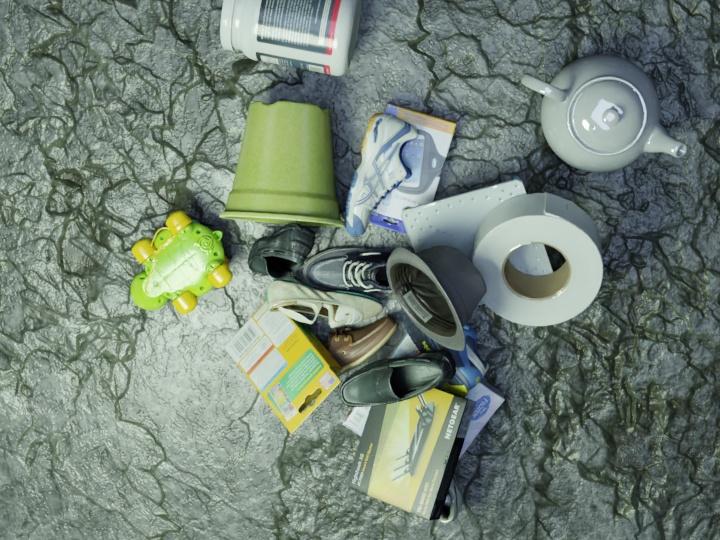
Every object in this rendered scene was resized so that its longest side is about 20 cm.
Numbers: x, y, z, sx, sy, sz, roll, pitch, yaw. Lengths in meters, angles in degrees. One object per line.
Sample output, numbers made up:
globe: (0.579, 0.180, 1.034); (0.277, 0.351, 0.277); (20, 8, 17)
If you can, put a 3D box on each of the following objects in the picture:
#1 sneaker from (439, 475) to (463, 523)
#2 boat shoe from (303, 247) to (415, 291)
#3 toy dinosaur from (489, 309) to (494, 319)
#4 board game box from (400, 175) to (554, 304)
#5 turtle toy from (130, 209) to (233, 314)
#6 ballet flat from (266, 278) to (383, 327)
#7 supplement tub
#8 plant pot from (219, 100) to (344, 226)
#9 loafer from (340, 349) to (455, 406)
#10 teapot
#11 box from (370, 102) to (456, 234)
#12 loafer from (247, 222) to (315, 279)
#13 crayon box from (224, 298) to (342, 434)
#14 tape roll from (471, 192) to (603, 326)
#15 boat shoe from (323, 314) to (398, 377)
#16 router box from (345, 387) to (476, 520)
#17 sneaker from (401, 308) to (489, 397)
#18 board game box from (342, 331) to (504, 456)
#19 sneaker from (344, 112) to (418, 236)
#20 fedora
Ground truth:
sneaker: (0.114, 0.325, 1.745); (0.074, 0.089, 0.201); (-28, 95, 12)
boat shoe: (0.000, 0.000, 1.730); (0.199, 0.093, 0.075); (-7, 98, 6)
toy dinosaur: (0.230, -0.019, 1.726); (0.101, 0.058, 0.201); (26, 102, -2)
board game box: (0.189, -0.039, 1.680); (0.199, 0.026, 0.201); (-14, 118, 18)
turtle toy: (-0.304, -0.005, 1.753); (0.200, 0.101, 0.146); (-37, 94, 11)
ballet flat: (-0.061, 0.065, 1.745); (0.199, 0.068, 0.063); (12, 60, -11)
supplement tub: (-0.106, -0.388, 1.642); (0.199, 0.140, 0.141); (11, 102, 2)
plant pot: (-0.118, -0.169, 1.675); (0.199, 0.200, 0.185); (4, 90, 4)
loafer: (0.052, 0.172, 1.656); (0.200, 0.070, 0.068); (-19, 91, 24)
teapot: (0.370, -0.242, 1.627); (0.199, 0.146, 0.198); (-19, 98, 9)
box: (0.072, -0.161, 1.722); (0.118, 0.041, 0.201); (16, 100, 2)
loafer: (-0.135, -0.019, 1.695); (0.068, 0.200, 0.071); (25, 67, -20)
crayon box: (-0.121, 0.156, 1.750); (0.126, 0.052, 0.200); (-47, 64, 12)
tape roll: (0.271, -0.016, 1.622); (0.201, 0.071, 0.203); (5, 123, 8)
boat shoe: (-0.028, 0.131, 1.770); (0.200, 0.072, 0.068); (-35, 98, 13)
router box: (0.081, 0.280, 1.704); (0.157, 0.052, 0.201); (16, 87, 27)
sneaker: (0.137, 0.107, 1.730); (0.082, 0.074, 0.201); (-31, 90, -25)
board game box: (0.106, 0.235, 1.794); (0.199, 0.041, 0.200); (35, 102, -2)
sneaker: (0.034, -0.144, 1.672); (0.088, 0.075, 0.201); (17, 102, 2)
fedora: (0.126, 0.026, 1.605); (0.090, 0.200, 0.177); (-33, 107, -19)
